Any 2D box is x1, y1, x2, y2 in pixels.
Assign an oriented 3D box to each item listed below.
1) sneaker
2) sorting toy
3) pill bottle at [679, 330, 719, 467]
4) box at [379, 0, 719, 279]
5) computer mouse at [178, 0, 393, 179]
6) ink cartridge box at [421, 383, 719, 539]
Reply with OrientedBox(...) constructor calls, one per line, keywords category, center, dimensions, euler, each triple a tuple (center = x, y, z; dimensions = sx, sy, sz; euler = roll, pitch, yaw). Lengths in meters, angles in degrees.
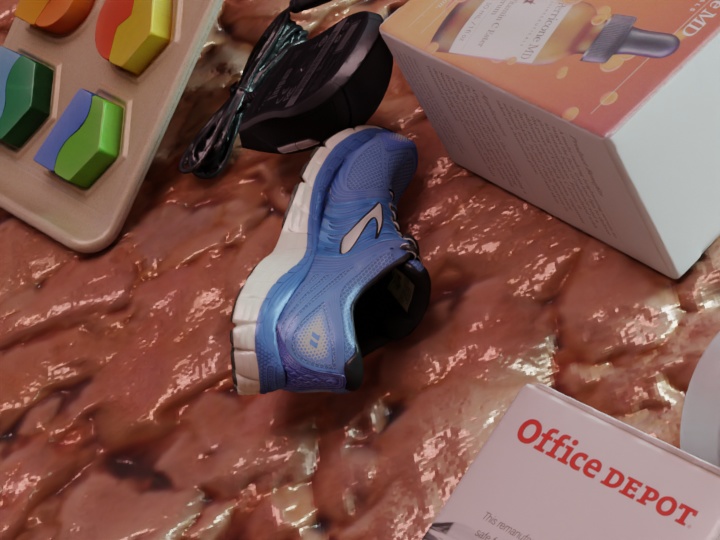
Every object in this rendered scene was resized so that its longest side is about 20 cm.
OrientedBox(category="sneaker", center=(0.000, 0.000, 1.504), dimensions=(0.089, 0.079, 0.200), euler=(11, 45, 13))
OrientedBox(category="sorting toy", center=(-0.170, -0.126, 1.722), dimensions=(0.185, 0.036, 0.201), euler=(28, 90, 48))
OrientedBox(category="pill bottle", center=(0.242, 0.082, 1.204), dimensions=(0.200, 0.116, 0.116), euler=(16, 58, 43))
OrientedBox(category="box", center=(0.137, -0.112, 1.493), dimensions=(0.152, 0.106, 0.200), euler=(-43, 39, -14))
OrientedBox(category="computer mouse", center=(-0.018, -0.117, 1.625), dimensions=(0.200, 0.046, 0.141), euler=(-22, 33, 57))
OrientedBox(category="ink cartridge box", center=(0.083, 0.168, 1.212), dimensions=(0.146, 0.084, 0.200), euler=(26, 78, 47))
